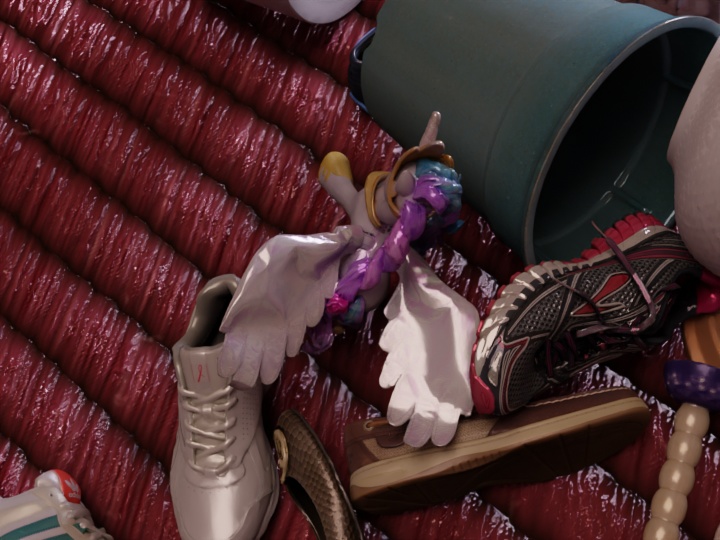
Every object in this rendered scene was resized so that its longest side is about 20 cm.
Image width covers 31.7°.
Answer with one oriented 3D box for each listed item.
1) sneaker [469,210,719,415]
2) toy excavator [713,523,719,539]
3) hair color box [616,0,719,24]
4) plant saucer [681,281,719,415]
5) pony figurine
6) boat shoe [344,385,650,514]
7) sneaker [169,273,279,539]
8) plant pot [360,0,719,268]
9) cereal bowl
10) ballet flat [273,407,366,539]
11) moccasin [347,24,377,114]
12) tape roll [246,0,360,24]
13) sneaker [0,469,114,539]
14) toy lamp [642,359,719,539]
[{"bbox_3d":[0.147,0.029,0.794,0.199,0.081,0.075,-32,46,-26],"label":"sneaker"},{"bbox_3d":[0.267,0.123,0.739,0.199,0.100,0.196,-22,74,19],"label":"toy excavator"},{"bbox_3d":[0.251,-0.222,0.933,0.199,0.100,0.061,24,71,24],"label":"hair color box"},{"bbox_3d":[0.312,0.031,0.825,0.199,0.032,0.202,-5,62,10],"label":"plant saucer"},{"bbox_3d":[0.000,0.000,0.821,0.166,0.200,0.194,18,85,-13],"label":"pony figurine"},{"bbox_3d":[0.084,0.099,0.823,0.199,0.072,0.072,-17,58,9],"label":"boat shoe"},{"bbox_3d":[-0.100,0.093,0.850,0.077,0.100,0.201,-6,61,10],"label":"sneaker"},{"bbox_3d":[0.115,-0.116,0.869,0.200,0.201,0.196,-44,53,-11],"label":"plant pot"},{"bbox_3d":[0.244,-0.094,0.769,0.083,0.200,0.201,28,72,16],"label":"cereal bowl"},{"bbox_3d":[-0.018,0.180,0.807,0.046,0.067,0.201,-22,66,-8],"label":"ballet flat"},{"bbox_3d":[0.074,-0.197,0.981,0.080,0.068,0.200,38,76,27],"label":"moccasin"},{"bbox_3d":[-0.064,-0.310,0.998,0.139,0.203,0.203,24,70,23],"label":"tape roll"},{"bbox_3d":[-0.195,0.181,0.843,0.198,0.070,0.094,9,66,18],"label":"sneaker"},{"bbox_3d":[0.185,0.157,0.767,0.058,0.058,0.201,15,74,20],"label":"toy lamp"}]
